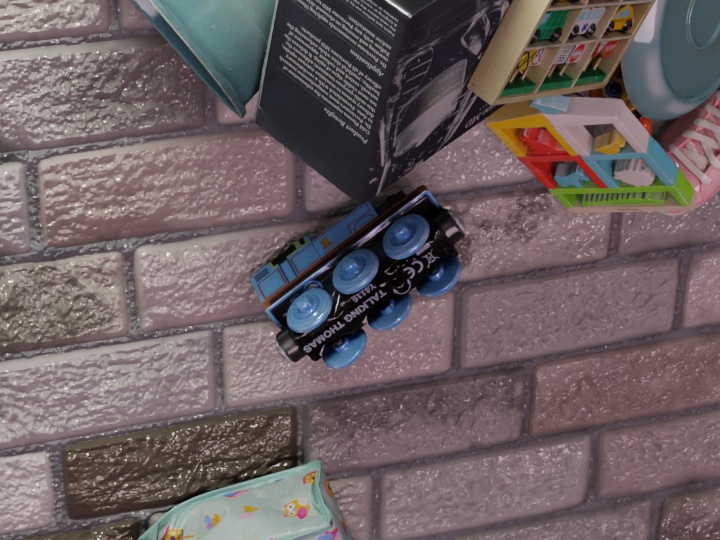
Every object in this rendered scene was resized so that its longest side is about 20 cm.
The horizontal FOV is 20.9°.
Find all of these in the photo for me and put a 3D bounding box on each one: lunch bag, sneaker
[{"bbox_3d":[-0.102,0.296,1.875,0.200,0.122,0.170,-19,128,1],"label":"lunch bag"},{"bbox_3d":[0.330,-0.138,1.770,0.200,0.075,0.105,-45,167,3],"label":"sneaker"}]

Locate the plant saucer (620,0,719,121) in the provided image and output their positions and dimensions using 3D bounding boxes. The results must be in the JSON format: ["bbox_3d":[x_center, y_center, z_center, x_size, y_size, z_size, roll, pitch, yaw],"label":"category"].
[{"bbox_3d":[0.287,-0.222,1.661,0.200,0.027,0.200,-29,129,-43],"label":"plant saucer"}]

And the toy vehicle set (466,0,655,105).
[{"bbox_3d":[0.167,-0.193,1.505,0.200,0.027,0.124,-16,140,-56],"label":"toy vehicle set"}]

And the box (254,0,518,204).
[{"bbox_3d":[0.039,-0.191,1.460,0.200,0.124,0.197,-36,157,-34],"label":"box"}]

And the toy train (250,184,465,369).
[{"bbox_3d":[0.000,0.000,1.732,0.200,0.114,0.087,-38,129,5],"label":"toy train"}]

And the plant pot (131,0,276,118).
[{"bbox_3d":[-0.086,-0.257,1.506,0.196,0.200,0.200,-42,125,-2],"label":"plant pot"}]

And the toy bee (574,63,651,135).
[{"bbox_3d":[0.237,-0.173,1.717,0.200,0.109,0.131,-46,163,19],"label":"toy bee"}]

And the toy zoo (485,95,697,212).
[{"bbox_3d":[0.199,-0.106,1.721,0.200,0.131,0.020,40,58,-46],"label":"toy zoo"}]
